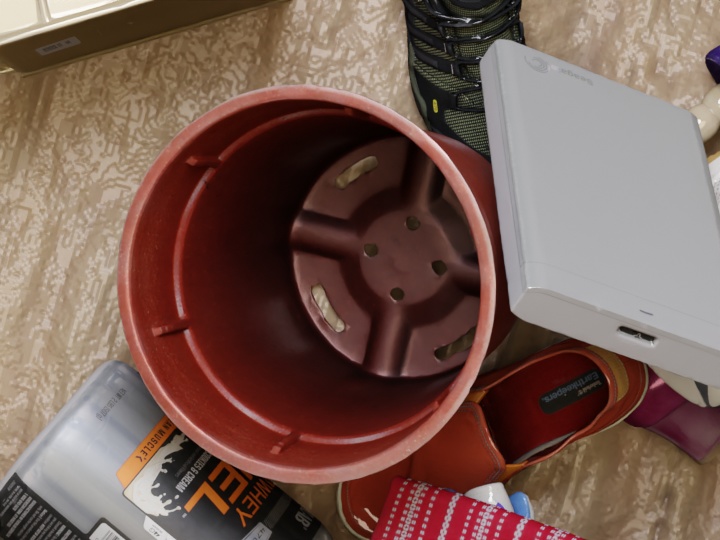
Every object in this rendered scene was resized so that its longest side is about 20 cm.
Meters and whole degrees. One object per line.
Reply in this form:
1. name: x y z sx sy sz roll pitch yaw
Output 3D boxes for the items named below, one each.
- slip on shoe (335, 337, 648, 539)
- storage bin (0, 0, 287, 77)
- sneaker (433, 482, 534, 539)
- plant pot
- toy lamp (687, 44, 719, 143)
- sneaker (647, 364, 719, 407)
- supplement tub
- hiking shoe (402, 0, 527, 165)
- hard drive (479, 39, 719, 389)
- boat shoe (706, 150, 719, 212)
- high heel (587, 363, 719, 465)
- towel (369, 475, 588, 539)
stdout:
1. slip on shoe: 0.069 0.094 1.345 0.200 0.061 0.074 -29 82 17
2. storage bin: -0.137 -0.176 1.291 0.198 0.200 0.094 -16 91 -2
3. sneaker: 0.076 0.192 1.265 0.081 0.200 0.147 -11 107 -20
4. plant pot: 0.000 0.000 1.275 0.201 0.195 0.201 2 95 18
5. toy lamp: 0.179 -0.068 1.370 0.200 0.058 0.058 -44 90 -1
6. sneaker: 0.262 0.043 1.298 0.199 0.080 0.130 36 114 -14
7. supplement tub: -0.100 0.154 1.322 0.200 0.123 0.123 39 88 -1
8. hiking shoe: 0.058 -0.138 1.345 0.076 0.101 0.200 -21 89 -2
9. hard drive: 0.131 -0.032 1.242 0.132 0.200 0.026 19 129 -19
10. boat shoe: 0.244 -0.053 1.341 0.200 0.071 0.069 -43 55 1
11. high heel: 0.216 0.010 1.365 0.096 0.067 0.200 36 101 -11
12. towel: 0.072 0.198 1.220 0.200 0.022 0.145 16 80 34
